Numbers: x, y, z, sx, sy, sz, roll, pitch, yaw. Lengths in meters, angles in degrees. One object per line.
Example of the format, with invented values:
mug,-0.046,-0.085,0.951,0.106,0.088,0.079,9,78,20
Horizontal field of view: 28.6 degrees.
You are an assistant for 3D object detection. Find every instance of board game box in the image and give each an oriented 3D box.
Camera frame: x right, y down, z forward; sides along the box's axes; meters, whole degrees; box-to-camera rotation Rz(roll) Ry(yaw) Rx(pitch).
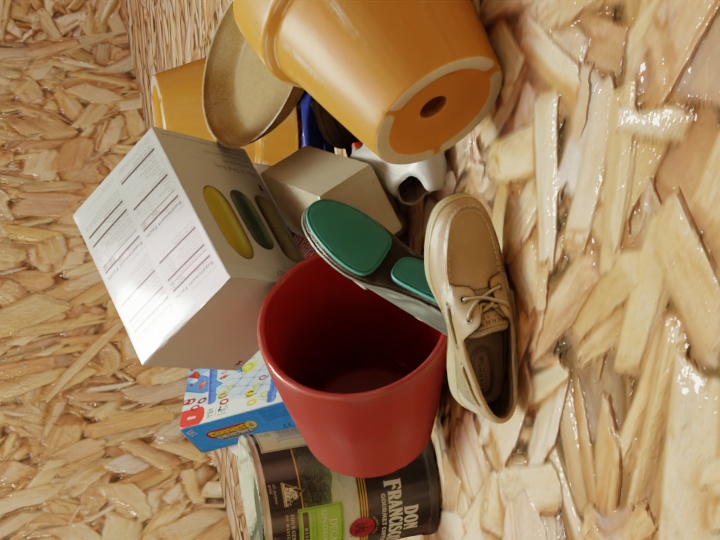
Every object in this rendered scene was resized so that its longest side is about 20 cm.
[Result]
board game box,-0.109,0.101,1.684,0.056,0.199,0.197,51,-148,-41

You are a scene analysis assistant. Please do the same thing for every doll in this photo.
doll,-0.059,-0.219,1.673,0.136,0.048,0.202,22,-119,-68

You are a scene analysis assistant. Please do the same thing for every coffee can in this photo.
coffee can,-0.027,0.240,1.582,0.146,0.198,0.148,171,90,-77

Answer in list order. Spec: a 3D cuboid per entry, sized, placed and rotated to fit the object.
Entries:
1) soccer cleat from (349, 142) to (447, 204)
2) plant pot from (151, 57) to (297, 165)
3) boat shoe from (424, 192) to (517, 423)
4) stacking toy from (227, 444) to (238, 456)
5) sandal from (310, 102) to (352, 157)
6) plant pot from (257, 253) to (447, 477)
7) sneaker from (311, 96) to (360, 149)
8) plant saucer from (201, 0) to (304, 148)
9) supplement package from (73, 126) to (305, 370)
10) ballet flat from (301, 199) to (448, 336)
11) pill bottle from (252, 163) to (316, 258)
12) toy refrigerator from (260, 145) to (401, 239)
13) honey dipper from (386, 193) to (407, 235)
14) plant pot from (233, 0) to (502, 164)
soccer cleat,0.035,-0.101,1.412,0.200,0.069,0.078,161,98,-73
plant pot,-0.201,-0.228,2.032,0.200,0.182,0.202,172,90,-77
boat shoe,0.105,0.033,1.210,0.064,0.071,0.202,-145,40,-63
stacking toy,-0.066,0.185,1.713,0.146,0.198,0.148,172,90,-77
sandal,-0.025,-0.165,1.606,0.075,0.045,0.202,30,-139,-60
plant pot,0.000,0.104,1.446,0.178,0.199,0.201,83,170,-48
sneaker,-0.001,-0.210,1.464,0.075,0.070,0.202,35,132,43
plant saucer,-0.103,-0.225,1.520,0.200,0.035,0.202,-22,61,48
supplement package,-0.175,-0.019,1.506,0.151,0.151,0.201,-43,62,25
ballet flat,0.026,0.004,1.327,0.199,0.067,0.064,30,150,19
pill bottle,-0.101,-0.065,1.677,0.112,0.199,0.114,-4,84,37
toy refrigerator,-0.031,-0.075,1.461,0.076,0.070,0.200,62,167,-18
honey dipper,0.015,-0.130,1.542,0.038,0.038,0.202,110,147,-63
plant pot,0.021,-0.198,1.192,0.184,0.199,0.201,56,156,26
